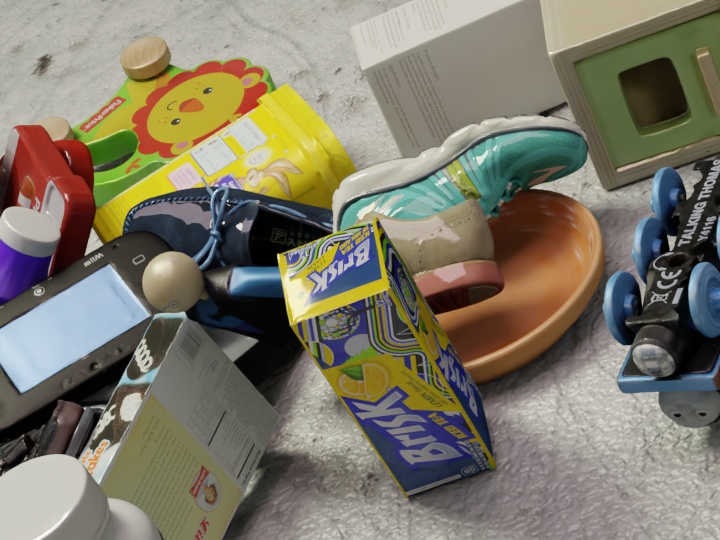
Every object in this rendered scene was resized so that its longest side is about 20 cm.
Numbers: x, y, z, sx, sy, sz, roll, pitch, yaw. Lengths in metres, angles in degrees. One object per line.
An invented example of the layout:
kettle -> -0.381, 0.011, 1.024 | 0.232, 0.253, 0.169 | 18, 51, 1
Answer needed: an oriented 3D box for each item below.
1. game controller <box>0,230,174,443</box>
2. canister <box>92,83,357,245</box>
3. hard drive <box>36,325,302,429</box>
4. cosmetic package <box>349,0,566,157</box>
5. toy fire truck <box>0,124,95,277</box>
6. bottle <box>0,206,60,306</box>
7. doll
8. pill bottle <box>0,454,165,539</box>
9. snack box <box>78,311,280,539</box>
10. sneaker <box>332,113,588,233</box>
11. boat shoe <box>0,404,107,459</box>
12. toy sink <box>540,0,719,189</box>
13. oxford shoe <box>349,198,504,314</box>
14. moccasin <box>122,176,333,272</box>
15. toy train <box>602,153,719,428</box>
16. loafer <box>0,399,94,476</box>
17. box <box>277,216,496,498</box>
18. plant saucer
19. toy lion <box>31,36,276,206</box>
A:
game controller -> -0.212, 0.046, 1.510 | 0.199, 0.042, 0.104 | -31, 63, -16
canister -> -0.110, -0.051, 1.681 | 0.199, 0.087, 0.149 | -33, 32, -6
hard drive -> -0.158, 0.076, 1.551 | 0.199, 0.033, 0.140 | -4, 20, 31
cosmetic package -> 0.105, -0.178, 1.682 | 0.199, 0.108, 0.085 | -22, 32, 5
toy fire truck -> -0.270, -0.011, 1.664 | 0.112, 0.201, 0.168 | 3, 31, -30
bottle -> -0.287, 0.046, 1.583 | 0.065, 0.083, 0.201 | 48, 120, 38
doll -> -0.050, 0.026, 1.362 | 0.136, 0.199, 0.049 | -26, 51, 56
pill bottle -> -0.153, 0.208, 1.242 | 0.110, 0.201, 0.111 | -20, 33, 13
snack box -> -0.133, 0.141, 1.374 | 0.037, 0.116, 0.201 | -7, 45, 39
sneaker -> 0.076, -0.049, 1.507 | 0.199, 0.078, 0.080 | -23, 53, 12
boat shoe -> -0.211, 0.133, 1.472 | 0.199, 0.091, 0.071 | -10, 64, 24
toy sink -> 0.249, -0.165, 1.539 | 0.199, 0.131, 0.112 | -18, 33, 12
oxford shoe -> 0.000, 0.000, 1.454 | 0.199, 0.070, 0.075 | -11, 74, 10
moccasin -> -0.083, -0.031, 1.573 | 0.199, 0.081, 0.068 | 0, 2, 2
toy train -> 0.223, 0.012, 1.323 | 0.086, 0.115, 0.200 | -7, 37, 34
loafer -> -0.241, 0.166, 1.389 | 0.201, 0.063, 0.072 | -62, 5, 24
box -> 0.020, 0.059, 1.319 | 0.070, 0.200, 0.065 | -20, 47, 11
plant saucer -> 0.084, 0.018, 1.489 | 0.199, 0.038, 0.201 | -19, 34, 14
toy lion -> -0.177, -0.126, 1.867 | 0.200, 0.069, 0.191 | -42, 43, -21
